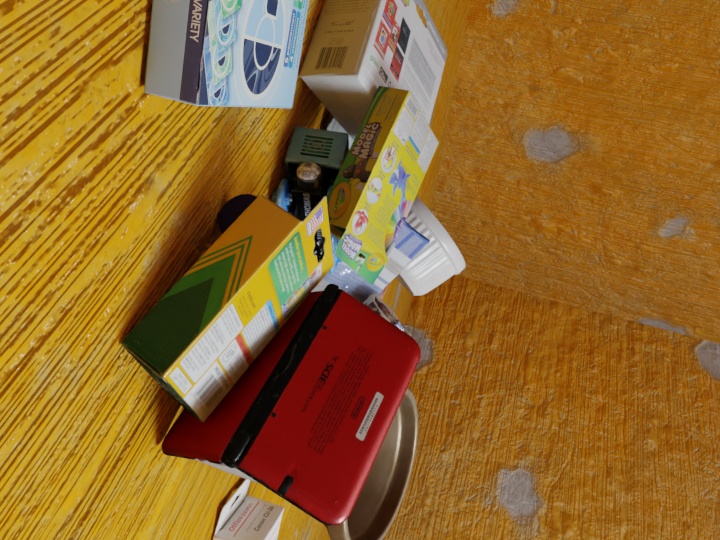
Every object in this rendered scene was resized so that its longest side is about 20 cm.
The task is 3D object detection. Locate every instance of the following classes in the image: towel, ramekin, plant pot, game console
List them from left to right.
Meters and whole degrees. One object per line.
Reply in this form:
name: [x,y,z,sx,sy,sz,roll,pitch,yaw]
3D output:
game console: [-0.063,0.123,0.614,0.201,0.172,0.119,-60,-174,-35]
plant pot: [-0.009,0.231,0.773,0.201,0.092,0.203,-34,130,-55]
towel: [0.000,0.000,0.933,0.200,0.024,0.147,-45,139,12]
ramekin: [0.085,-0.049,1.121,0.105,0.201,0.200,-39,168,-1]

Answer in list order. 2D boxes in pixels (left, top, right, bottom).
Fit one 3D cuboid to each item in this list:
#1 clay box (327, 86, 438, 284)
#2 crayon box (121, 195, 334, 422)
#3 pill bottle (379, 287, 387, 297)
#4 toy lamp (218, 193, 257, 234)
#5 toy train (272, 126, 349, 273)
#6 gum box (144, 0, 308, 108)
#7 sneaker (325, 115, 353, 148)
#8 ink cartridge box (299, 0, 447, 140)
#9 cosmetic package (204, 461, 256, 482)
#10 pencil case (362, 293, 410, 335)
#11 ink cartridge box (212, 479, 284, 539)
clay box: [0.020,-0.095,0.735,0.202,0.047,0.115,-65,149,-9]
crayon box: [-0.105,0.025,0.561,0.200,0.051,0.126,-50,161,-22]
pill bottle: [-0.014,0.000,1.069,0.200,0.111,0.113,54,51,-77]
toy lamp: [-0.100,-0.019,0.688,0.200,0.058,0.059,73,33,-74]
toy train: [-0.054,-0.080,0.796,0.201,0.086,0.115,90,11,-57]
gum box: [-0.089,-0.217,0.487,0.200,0.044,0.172,-50,153,-71]
sneaker: [-0.019,-0.138,0.905,0.075,0.086,0.202,-46,148,-68]
ink cartridge box: [0.028,-0.265,0.804,0.200,0.083,0.177,39,64,-57]
cosmetic package: [-0.128,0.197,0.716,0.200,0.101,0.075,87,19,-66]
pencil case: [-0.019,0.134,0.957,0.200,0.089,0.078,-44,177,3]
ink cartridge box: [-0.168,0.410,0.900,0.116,0.067,0.202,-40,143,-75]
